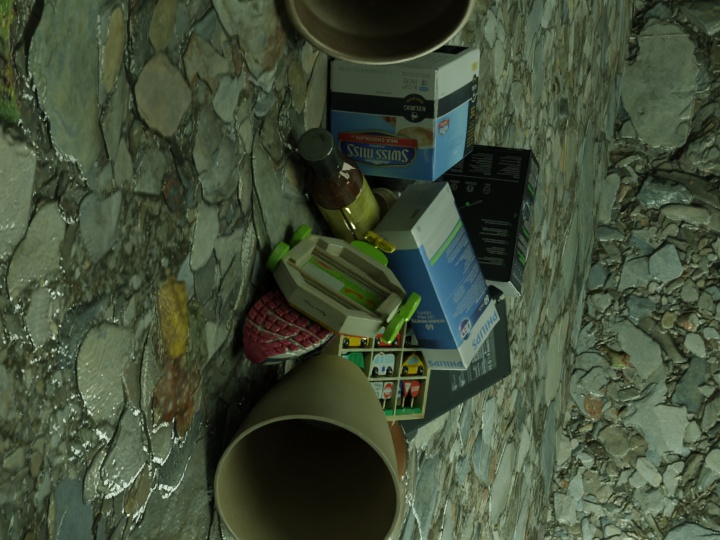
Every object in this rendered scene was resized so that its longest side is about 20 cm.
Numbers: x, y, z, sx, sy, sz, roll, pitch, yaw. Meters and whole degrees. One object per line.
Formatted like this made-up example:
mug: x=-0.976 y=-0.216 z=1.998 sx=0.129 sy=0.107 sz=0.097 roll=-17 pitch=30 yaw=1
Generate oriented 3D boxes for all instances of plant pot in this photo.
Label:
plant pot: x=-0.045 y=0.177 z=1.537 sx=0.200 sy=0.185 sz=0.189 roll=-80 pitch=169 yaw=-63
plant pot: x=0.015 y=-0.343 z=1.529 sx=0.201 sy=0.198 sz=0.176 roll=73 pitch=10 yaw=-53

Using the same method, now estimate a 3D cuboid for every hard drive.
hard drive: x=0.108 y=0.121 z=1.926 sx=0.199 sy=0.033 sz=0.141 roll=-27 pitch=128 yaw=-26

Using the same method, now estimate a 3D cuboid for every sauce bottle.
sauce bottle: x=-0.024 y=-0.094 z=1.646 sx=0.200 sy=0.065 sz=0.067 roll=65 pitch=35 yaw=-63

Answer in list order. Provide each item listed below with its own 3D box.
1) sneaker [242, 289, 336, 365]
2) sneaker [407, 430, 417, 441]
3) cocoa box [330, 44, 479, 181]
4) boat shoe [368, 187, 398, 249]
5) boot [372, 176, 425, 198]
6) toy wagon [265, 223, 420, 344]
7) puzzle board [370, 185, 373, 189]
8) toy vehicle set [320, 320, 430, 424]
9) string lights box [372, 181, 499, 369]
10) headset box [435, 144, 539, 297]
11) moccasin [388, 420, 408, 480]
sneaker: x=-0.065 y=0.064 z=1.560 sx=0.075 sy=0.080 sz=0.200 roll=-62 pitch=165 yaw=24
sneaker: x=0.077 y=0.128 z=2.019 sx=0.115 sy=0.080 sz=0.201 roll=-44 pitch=154 yaw=-74
cocoa box: x=0.054 y=-0.192 z=1.751 sx=0.200 sy=0.132 sz=0.133 roll=-40 pitch=135 yaw=-66
boat shoe: x=0.000 y=0.000 z=1.750 sx=0.065 sy=0.072 sz=0.202 roll=8 pitch=96 yaw=-54
boot: x=0.052 y=-0.089 z=1.875 sx=0.200 sy=0.069 sz=0.133 roll=-38 pitch=139 yaw=-58
toy wagon: x=-0.011 y=0.008 z=1.587 sx=0.040 sy=0.154 sz=0.200 roll=-61 pitch=173 yaw=24
puzzle board: x=0.013 y=-0.030 z=1.878 sx=0.200 sy=0.017 sz=0.152 roll=-28 pitch=123 yaw=-70
toy vehicle set: x=0.019 y=0.113 z=1.732 sx=0.199 sy=0.026 sz=0.126 roll=4 pitch=94 yaw=-55
string lights box: x=0.093 y=0.008 z=1.752 sx=0.103 sy=0.058 sz=0.201 roll=-51 pitch=128 yaw=-43
headset box: x=0.144 y=-0.066 z=2.027 sx=0.093 sy=0.172 sz=0.202 roll=41 pitch=57 yaw=-69
moccasin: x=0.010 y=0.192 z=1.825 sx=0.077 sy=0.074 sz=0.203 roll=-32 pitch=135 yaw=-21
